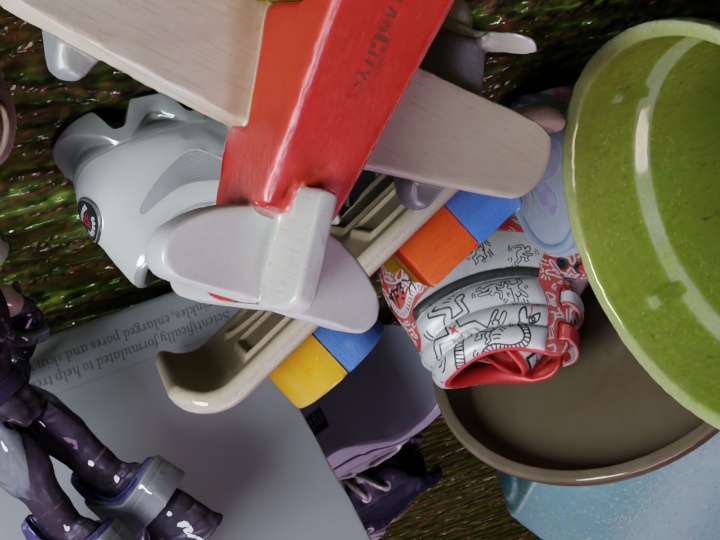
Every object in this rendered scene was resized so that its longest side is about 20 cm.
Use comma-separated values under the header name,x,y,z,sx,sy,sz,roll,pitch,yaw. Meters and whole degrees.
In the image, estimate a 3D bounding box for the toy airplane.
name,x,y,z,sx,sy,sz,roll,pitch,yaw
toy airplane,-0.024,-0.079,0.706,0.199,0.141,0.201,-30,128,-19

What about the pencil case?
name,x,y,z,sx,sy,sz,roll,pitch,yaw
pencil case,0.171,-0.069,1.014,0.199,0.083,0.091,-17,164,-18

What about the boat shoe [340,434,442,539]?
name,x,y,z,sx,sy,sz,roll,pitch,yaw
boat shoe,-0.025,0.152,1.358,0.093,0.075,0.200,-43,160,26

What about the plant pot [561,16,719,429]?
name,x,y,z,sx,sy,sz,roll,pitch,yaw
plant pot,0.227,-0.046,0.903,0.184,0.201,0.201,-24,161,-30

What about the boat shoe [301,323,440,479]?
name,x,y,z,sx,sy,sz,roll,pitch,yaw
boat shoe,0.003,0.085,1.231,0.065,0.074,0.200,-8,164,-46

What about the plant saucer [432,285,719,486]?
name,x,y,z,sx,sy,sz,roll,pitch,yaw
plant saucer,0.136,0.039,1.078,0.199,0.201,0.030,-26,133,6

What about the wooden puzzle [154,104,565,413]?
name,x,y,z,sx,sy,sz,roll,pitch,yaw
wooden puzzle,0.000,0.000,0.882,0.200,0.046,0.185,-39,-172,-5

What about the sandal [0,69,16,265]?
name,x,y,z,sx,sy,sz,roll,pitch,yaw
sandal,-0.159,-0.059,0.722,0.057,0.080,0.201,-38,167,-11

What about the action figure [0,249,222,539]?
name,x,y,z,sx,sy,sz,roll,pitch,yaw
action figure,-0.154,0.068,0.864,0.069,0.200,0.130,-32,-170,34

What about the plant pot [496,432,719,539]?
name,x,y,z,sx,sy,sz,roll,pitch,yaw
plant pot,0.183,0.073,1.197,0.199,0.197,0.196,2,139,-21

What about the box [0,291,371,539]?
name,x,y,z,sx,sy,sz,roll,pitch,yaw
box,-0.122,0.138,0.987,0.198,0.201,0.131,-20,166,-38

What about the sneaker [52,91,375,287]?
name,x,y,z,sx,sy,sz,roll,pitch,yaw
sneaker,-0.027,-0.042,0.865,0.199,0.089,0.074,-18,157,-18

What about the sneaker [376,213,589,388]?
name,x,y,z,sx,sy,sz,roll,pitch,yaw
sneaker,0.112,-0.003,1.070,0.200,0.108,0.067,-19,158,-13
